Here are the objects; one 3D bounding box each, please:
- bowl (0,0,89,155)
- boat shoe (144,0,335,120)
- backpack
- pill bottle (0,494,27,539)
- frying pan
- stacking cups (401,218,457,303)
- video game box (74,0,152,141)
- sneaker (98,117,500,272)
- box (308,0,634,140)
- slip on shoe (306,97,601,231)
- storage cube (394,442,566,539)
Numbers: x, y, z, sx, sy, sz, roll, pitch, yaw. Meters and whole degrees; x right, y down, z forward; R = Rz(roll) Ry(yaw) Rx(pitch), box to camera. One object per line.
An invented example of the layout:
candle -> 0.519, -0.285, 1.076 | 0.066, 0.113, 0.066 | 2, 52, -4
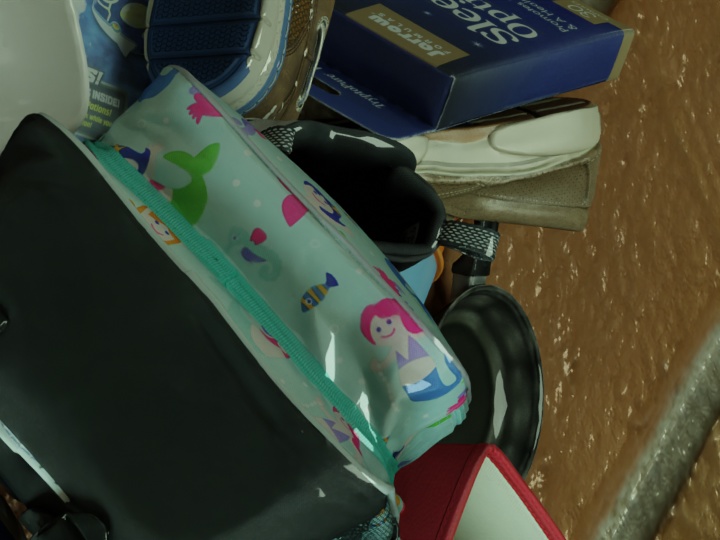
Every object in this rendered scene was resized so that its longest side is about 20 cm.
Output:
bowl -> -0.188, -0.112, 0.688 | 0.200, 0.074, 0.201 | -24, 99, -57
boat shoe -> -0.038, -0.145, 0.893 | 0.072, 0.072, 0.201 | 43, 56, -58
backpack -> -0.055, 0.040, 0.730 | 0.150, 0.178, 0.200 | -40, 165, -11
pill bottle -> -0.174, 0.092, 0.708 | 0.200, 0.119, 0.120 | 61, 43, -32
frying pan -> 0.049, 0.030, 1.097 | 0.115, 0.031, 0.191 | -37, 119, -49
stacking cups -> 0.006, 0.004, 1.026 | 0.061, 0.060, 0.200 | 53, 44, -38
video game box -> -0.119, -0.113, 0.865 | 0.200, 0.047, 0.183 | 18, 72, -53
sneaker -> 0.000, 0.000, 0.865 | 0.200, 0.140, 0.078 | 34, 57, -49
box -> 0.027, -0.112, 1.009 | 0.200, 0.121, 0.032 | -22, 138, -53
slip on shoe -> 0.020, -0.037, 0.989 | 0.200, 0.076, 0.061 | -10, 105, -31
storage cube -> -0.013, 0.182, 0.879 | 0.200, 0.179, 0.171 | 54, 47, -37
